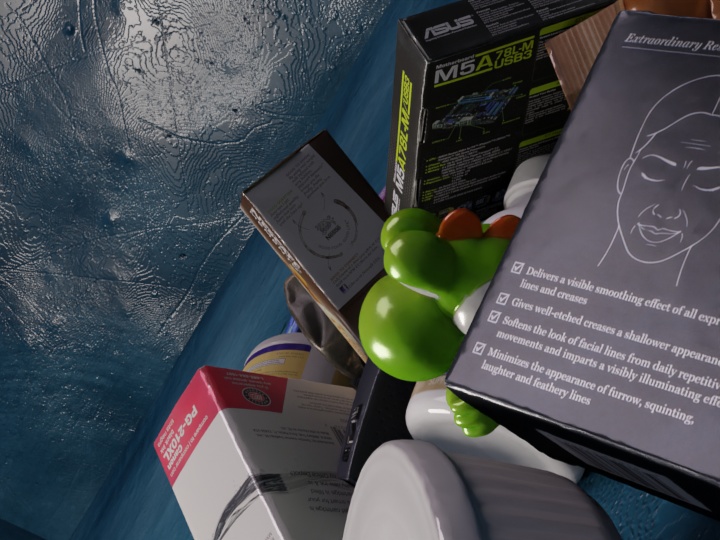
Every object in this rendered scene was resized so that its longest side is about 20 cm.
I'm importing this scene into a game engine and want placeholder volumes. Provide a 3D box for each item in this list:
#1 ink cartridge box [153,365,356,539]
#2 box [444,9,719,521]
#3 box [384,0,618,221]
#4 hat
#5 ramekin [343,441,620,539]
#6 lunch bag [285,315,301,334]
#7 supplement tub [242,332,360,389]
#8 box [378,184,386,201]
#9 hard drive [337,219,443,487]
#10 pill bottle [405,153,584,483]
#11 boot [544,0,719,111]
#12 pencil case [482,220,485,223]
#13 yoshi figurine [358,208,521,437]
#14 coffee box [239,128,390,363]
[{"bbox_3d":[-0.036,0.169,0.873,0.084,0.145,0.200,-57,43,24],"label":"ink cartridge box"},{"bbox_3d":[0.157,0.000,0.560,0.148,0.107,0.200,17,77,45],"label":"box"},{"bbox_3d":[0.116,-0.115,0.851,0.193,0.200,0.048,90,156,-54],"label":"box"},{"bbox_3d":[-0.017,0.036,1.136,0.081,0.201,0.201,-29,17,7],"label":"hat"},{"bbox_3d":[0.056,0.181,0.580,0.202,0.094,0.203,-176,90,-76],"label":"ramekin"},{"bbox_3d":[-0.019,0.036,1.332,0.161,0.082,0.200,-32,-38,-78],"label":"lunch bag"},{"bbox_3d":[-0.065,0.174,1.185,0.145,0.145,0.200,-50,16,46],"label":"supplement tub"},{"bbox_3d":[0.081,-0.112,1.199,0.200,0.039,0.137,-56,11,-26],"label":"box"},{"bbox_3d":[0.062,0.078,0.864,0.042,0.135,0.200,-17,45,54],"label":"hard drive"},{"bbox_3d":[0.113,0.031,0.812,0.116,0.116,0.200,-40,24,61],"label":"pill bottle"},{"bbox_3d":[0.211,-0.081,0.735,0.155,0.200,0.077,-21,-18,12],"label":"boot"},{"bbox_3d":[0.095,-0.013,1.032,0.200,0.092,0.085,-21,73,60],"label":"pencil case"},{"bbox_3d":[0.081,0.039,0.686,0.112,0.200,0.112,-63,22,-5],"label":"yoshi figurine"},{"bbox_3d":[0.000,0.000,0.965,0.080,0.200,0.114,-39,3,-7],"label":"coffee box"}]
